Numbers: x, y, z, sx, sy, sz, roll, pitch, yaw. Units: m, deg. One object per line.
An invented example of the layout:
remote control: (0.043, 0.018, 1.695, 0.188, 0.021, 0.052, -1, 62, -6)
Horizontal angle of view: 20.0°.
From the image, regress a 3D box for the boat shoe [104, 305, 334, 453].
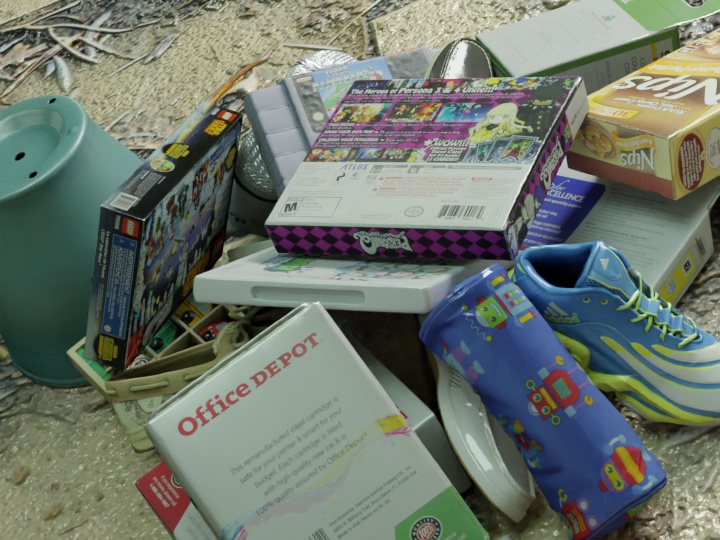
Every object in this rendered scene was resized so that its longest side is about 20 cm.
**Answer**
boat shoe: (-0.109, 0.071, 1.519, 0.199, 0.063, 0.073, -30, 5, 25)

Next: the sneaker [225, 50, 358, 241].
sneaker: (-0.064, -0.105, 1.756, 0.200, 0.075, 0.115, -54, 1, -43)

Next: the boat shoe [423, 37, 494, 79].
boat shoe: (0.086, -0.113, 1.634, 0.066, 0.071, 0.202, -44, 27, 48)

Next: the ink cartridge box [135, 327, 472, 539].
ink cartridge box: (-0.042, 0.154, 1.481, 0.199, 0.083, 0.147, -37, 38, -10)

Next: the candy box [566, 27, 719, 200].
candy box: (0.266, -0.127, 1.587, 0.199, 0.056, 0.115, -27, 30, -32)

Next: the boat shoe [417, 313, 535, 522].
boat shoe: (0.096, 0.086, 1.463, 0.069, 0.071, 0.201, -31, 48, 15)

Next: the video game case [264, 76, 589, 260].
video game case: (0.051, -0.079, 1.528, 0.199, 0.036, 0.182, 1, 42, 28)

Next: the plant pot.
plant pot: (-0.253, -0.038, 1.738, 0.199, 0.189, 0.201, -16, 40, 14)

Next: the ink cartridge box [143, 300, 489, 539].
ink cartridge box: (-0.031, 0.144, 1.362, 0.145, 0.088, 0.201, -35, 82, -10)

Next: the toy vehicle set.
toy vehicle set: (-0.132, 0.085, 1.628, 0.124, 0.027, 0.200, -40, 50, -15)

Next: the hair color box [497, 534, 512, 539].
hair color box: (0.113, 0.265, 1.283, 0.101, 0.061, 0.200, -34, 38, -8)

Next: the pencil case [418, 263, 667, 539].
pencil case: (0.123, 0.093, 1.386, 0.078, 0.087, 0.200, -34, 80, -18)

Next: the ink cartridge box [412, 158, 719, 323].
ink cartridge box: (0.167, -0.014, 1.580, 0.197, 0.047, 0.200, 15, 53, 42)

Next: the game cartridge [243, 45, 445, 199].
game cartridge: (0.015, -0.112, 1.679, 0.199, 0.038, 0.131, -15, 76, -22)

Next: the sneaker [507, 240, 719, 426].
sneaker: (0.185, 0.040, 1.414, 0.199, 0.105, 0.076, 19, 60, 12)

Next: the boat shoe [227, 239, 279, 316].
boat shoe: (-0.007, -0.004, 1.660, 0.199, 0.061, 0.072, -9, -2, 11)

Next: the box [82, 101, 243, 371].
box: (-0.152, -0.030, 1.595, 0.040, 0.138, 0.200, 18, 33, 11)

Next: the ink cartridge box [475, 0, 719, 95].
ink cartridge box: (0.207, -0.185, 1.712, 0.199, 0.060, 0.104, -19, 30, -8)

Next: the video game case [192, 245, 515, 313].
video game case: (0.000, 0.000, 1.508, 0.181, 0.024, 0.200, 2, 10, 22)
